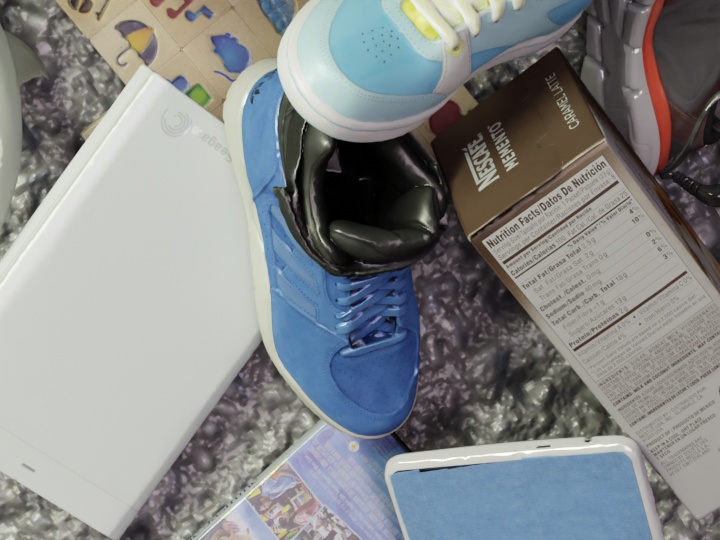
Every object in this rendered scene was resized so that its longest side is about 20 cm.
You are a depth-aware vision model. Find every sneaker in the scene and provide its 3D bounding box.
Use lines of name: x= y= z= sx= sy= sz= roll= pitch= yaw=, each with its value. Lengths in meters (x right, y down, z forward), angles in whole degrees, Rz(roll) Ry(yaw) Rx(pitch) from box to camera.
sneaker: x=0.155 y=-0.139 z=1.118 sx=0.082 sy=0.077 sz=0.200 roll=-18 pitch=133 yaw=-20
sneaker: x=0.056 y=-0.136 z=1.007 sx=0.080 sy=0.131 sz=0.200 roll=52 pitch=48 yaw=4
sneaker: x=-0.001 y=0.000 z=1.077 sx=0.077 sy=0.111 sz=0.200 roll=-21 pitch=110 yaw=-21

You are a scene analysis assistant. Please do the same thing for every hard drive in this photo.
hard drive: x=-0.113 y=0.018 z=1.113 sx=0.132 sy=0.026 sz=0.200 roll=36 pitch=89 yaw=-28

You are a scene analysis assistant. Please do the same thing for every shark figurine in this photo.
shark figurine: x=-0.182 y=-0.075 z=1.102 sx=0.128 sy=0.089 sz=0.215 roll=-14 pitch=87 yaw=27

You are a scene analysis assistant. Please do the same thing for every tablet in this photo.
tablet: x=0.097 y=0.170 z=1.124 sx=0.130 sy=0.014 sz=0.200 roll=-7 pitch=118 yaw=22

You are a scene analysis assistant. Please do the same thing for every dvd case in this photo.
dvd case: x=-0.029 y=0.180 z=1.163 sx=0.200 sy=0.018 sz=0.143 roll=-42 pitch=98 yaw=-4

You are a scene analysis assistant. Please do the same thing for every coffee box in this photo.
coffee box: x=0.128 y=0.007 z=1.091 sx=0.080 sy=0.114 sz=0.200 roll=-36 pitch=115 yaw=10

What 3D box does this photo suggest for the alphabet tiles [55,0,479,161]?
alphabet tiles: x=-0.057 y=-0.096 z=1.148 sx=0.167 sy=0.008 sz=0.200 roll=-40 pitch=97 yaw=-3

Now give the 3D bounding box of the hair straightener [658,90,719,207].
hair straightener: x=0.242 y=-0.086 z=1.129 sx=0.200 sy=0.041 sz=0.077 roll=-17 pitch=106 yaw=1
